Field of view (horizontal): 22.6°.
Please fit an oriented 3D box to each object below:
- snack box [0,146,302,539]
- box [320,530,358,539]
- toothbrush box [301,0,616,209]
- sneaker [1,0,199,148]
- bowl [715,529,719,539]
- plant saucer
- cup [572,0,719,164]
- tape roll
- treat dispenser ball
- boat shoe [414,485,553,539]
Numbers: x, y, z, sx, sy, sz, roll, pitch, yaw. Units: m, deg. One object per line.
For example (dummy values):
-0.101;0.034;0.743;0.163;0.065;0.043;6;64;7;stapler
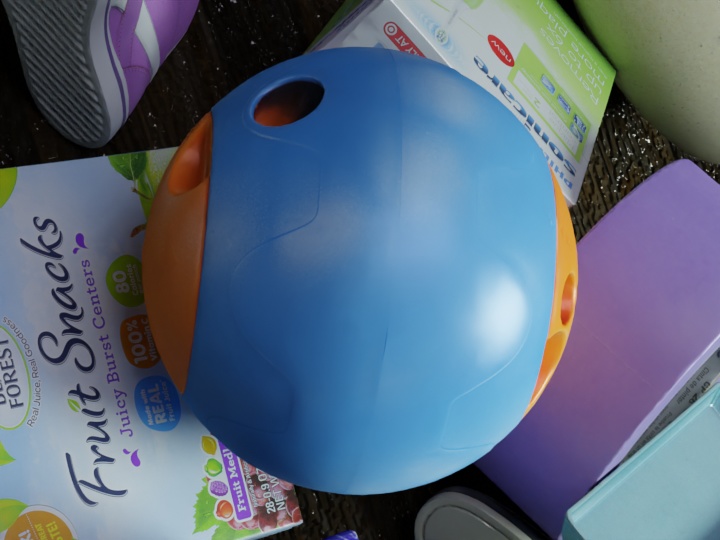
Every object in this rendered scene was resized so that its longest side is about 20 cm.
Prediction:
-0.135;0.050;0.878;0.167;0.068;0.202;-9;79;-36;snack box
-0.105;0.204;0.778;0.198;0.184;0.106;-14;80;-35;box
0.055;-0.104;0.987;0.146;0.086;0.200;47;29;-10;toothbrush box
-0.125;-0.165;0.889;0.072;0.201;0.115;29;60;13;sneaker
0.219;0.202;0.973;0.200;0.107;0.201;44;29;-31;bowl
0.166;0.119;0.924;0.070;0.019;0.199;51;35;9;plant saucer
0.202;-0.182;1.067;0.142;0.199;0.202;23;63;-36;cup
0.142;0.044;0.963;0.085;0.201;0.199;43;54;15;tape roll
0.000;0.000;0.822;0.199;0.200;0.203;10;69;-29;treat dispenser ball
0.107;0.185;0.997;0.200;0.072;0.063;45;32;-12;boat shoe
